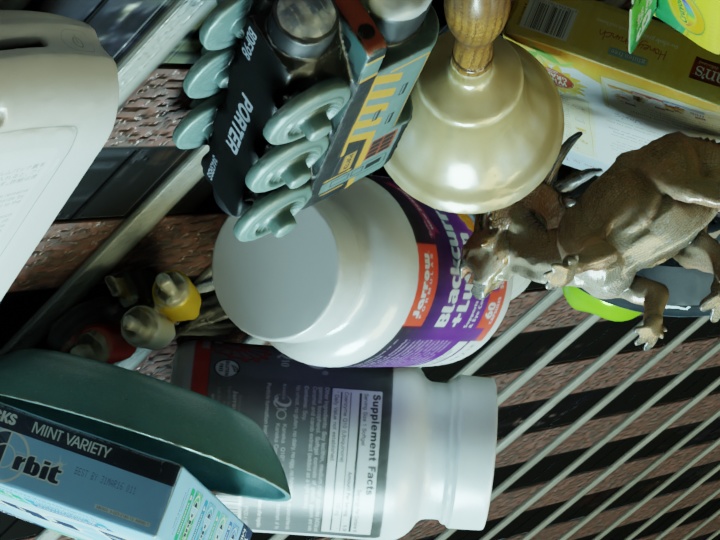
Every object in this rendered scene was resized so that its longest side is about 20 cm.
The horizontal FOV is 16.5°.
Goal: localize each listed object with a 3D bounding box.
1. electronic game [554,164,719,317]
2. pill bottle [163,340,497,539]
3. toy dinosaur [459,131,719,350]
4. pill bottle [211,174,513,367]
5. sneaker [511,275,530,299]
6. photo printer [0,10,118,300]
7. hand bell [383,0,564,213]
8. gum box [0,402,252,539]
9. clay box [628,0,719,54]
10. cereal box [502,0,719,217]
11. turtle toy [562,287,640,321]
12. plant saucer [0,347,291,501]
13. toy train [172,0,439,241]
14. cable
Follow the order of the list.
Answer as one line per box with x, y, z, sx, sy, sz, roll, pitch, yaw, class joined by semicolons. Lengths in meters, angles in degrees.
0.205;-0.044;1.545;0.199;0.200;0.042;-27;136;-19;electronic game
-0.019;0.107;1.531;0.199;0.117;0.116;4;157;-2;pill bottle
0.147;-0.035;1.352;0.199;0.136;0.086;-21;132;1;toy dinosaur
0.000;0.000;1.427;0.111;0.112;0.200;-40;161;22;pill bottle
0.038;0.010;1.599;0.200;0.074;0.116;-37;163;-21;sneaker
-0.202;-0.033;1.064;0.166;0.070;0.200;-16;155;-42;photo printer
0.055;-0.109;1.234;0.104;0.104;0.200;-30;164;-7;hand bell
-0.162;0.122;1.394;0.200;0.169;0.045;61;48;-73;gum box
0.203;-0.197;1.240;0.200;0.047;0.115;-55;164;-14;clay box
0.158;-0.094;1.418;0.200;0.143;0.040;67;44;-73;cereal box
0.201;-0.029;1.691;0.145;0.102;0.200;-24;177;-34;turtle toy
-0.129;0.083;1.384;0.200;0.199;0.036;58;48;-72;plant saucer
-0.023;-0.090;1.202;0.114;0.085;0.200;-29;165;-22;toy train
-0.108;0.036;1.435;0.097;0.050;0.200;-35;161;15;cable
